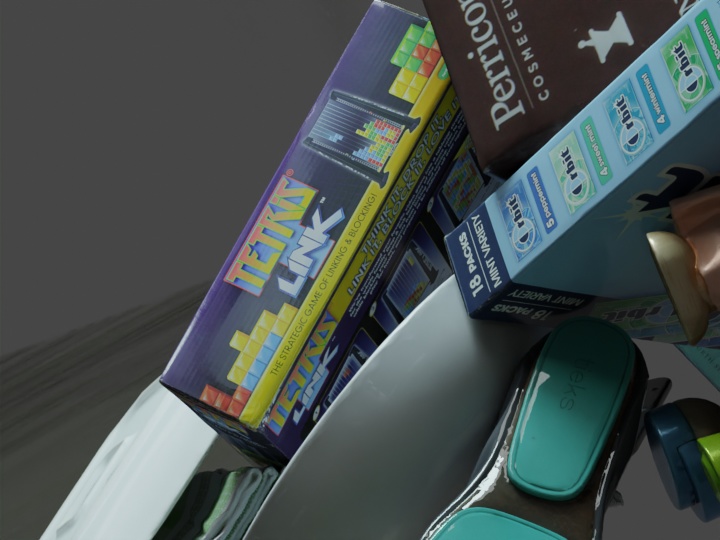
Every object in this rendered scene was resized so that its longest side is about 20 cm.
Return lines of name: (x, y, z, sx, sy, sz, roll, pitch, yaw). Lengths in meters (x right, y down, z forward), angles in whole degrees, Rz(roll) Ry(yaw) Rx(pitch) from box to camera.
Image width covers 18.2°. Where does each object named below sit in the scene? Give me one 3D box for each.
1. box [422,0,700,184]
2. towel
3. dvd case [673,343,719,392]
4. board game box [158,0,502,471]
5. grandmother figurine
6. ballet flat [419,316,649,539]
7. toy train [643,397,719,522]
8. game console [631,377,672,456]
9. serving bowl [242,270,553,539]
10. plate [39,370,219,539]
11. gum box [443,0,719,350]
box: (0.149, -0.134, 0.962, 0.200, 0.166, 0.164, -31, -29, 25)
towel: (-0.101, 0.150, 1.061, 0.149, 0.031, 0.200, -50, 9, -13)
dvd case: (0.153, 0.003, 1.247, 0.022, 0.146, 0.200, -44, 2, 5)
board game box: (0.000, 0.000, 1.044, 0.200, 0.057, 0.165, -61, -23, -11)
grandmother figurine: (0.209, -0.032, 0.852, 0.200, 0.061, 0.121, -23, -1, 5)
ballet flat: (0.064, 0.108, 0.890, 0.073, 0.073, 0.200, -17, 33, 45)
toy train: (0.179, 0.061, 0.844, 0.116, 0.085, 0.200, -24, 5, -3)
game console: (0.057, 0.059, 1.202, 0.119, 0.172, 0.200, -48, -5, 15)
serving bowl: (0.026, 0.091, 0.985, 0.200, 0.066, 0.200, -50, -13, -16)
plate: (-0.123, 0.116, 1.133, 0.200, 0.032, 0.200, -57, 8, -25)
gum box: (0.160, -0.040, 0.911, 0.170, 0.045, 0.200, 7, -37, -37)
